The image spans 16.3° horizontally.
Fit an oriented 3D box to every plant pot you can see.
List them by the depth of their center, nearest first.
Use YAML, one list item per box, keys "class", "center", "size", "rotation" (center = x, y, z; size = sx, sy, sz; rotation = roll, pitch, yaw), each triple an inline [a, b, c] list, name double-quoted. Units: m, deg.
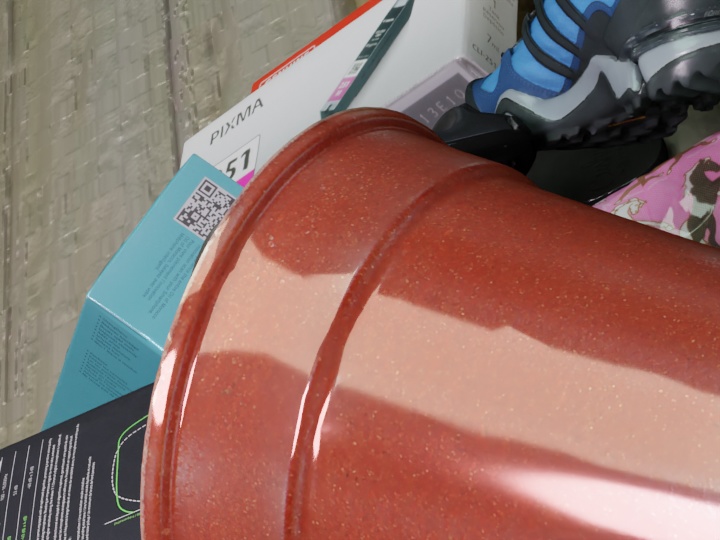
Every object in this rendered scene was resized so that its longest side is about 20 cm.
- class: "plant pot"
  center: [0.068, 0.064, 0.788]
  size: [0.194, 0.201, 0.201]
  rotation: [13, 56, 32]

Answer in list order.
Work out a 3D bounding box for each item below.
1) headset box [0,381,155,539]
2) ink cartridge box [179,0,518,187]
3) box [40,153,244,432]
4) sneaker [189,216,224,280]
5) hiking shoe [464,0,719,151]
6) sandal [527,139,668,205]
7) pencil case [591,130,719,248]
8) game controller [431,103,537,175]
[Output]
- class: "headset box"
  center: [-0.087, 0.149, 0.952]
  size: [0.199, 0.174, 0.093]
  rotation: [-24, 37, 19]
- class: "ink cartridge box"
  center: [-0.007, -0.098, 1.250]
  size: [0.199, 0.043, 0.174]
  rotation: [-33, 33, 30]
- class: "box"
  center: [-0.091, 0.029, 1.103]
  size: [0.082, 0.049, 0.200]
  rotation: [-54, -2, -25]
- class: "sneaker"
  center: [-0.029, 0.042, 1.008]
  size: [0.076, 0.200, 0.115]
  rotation: [-17, 35, 1]
- class: "hiking shoe"
  center: [0.102, -0.098, 1.018]
  size: [0.074, 0.087, 0.200]
  rotation: [-4, -6, -26]
- class: "sandal"
  center: [0.044, -0.028, 1.158]
  size: [0.199, 0.045, 0.075]
  rotation: [-26, 36, 14]
- class: "pencil case"
  center: [0.107, 0.005, 1.035]
  size: [0.199, 0.083, 0.087]
  rotation: [-31, 49, 9]
- class: "game controller"
  center: [0.000, 0.000, 1.053]
  size: [0.104, 0.200, 0.042]
  rotation: [-24, 70, -31]
